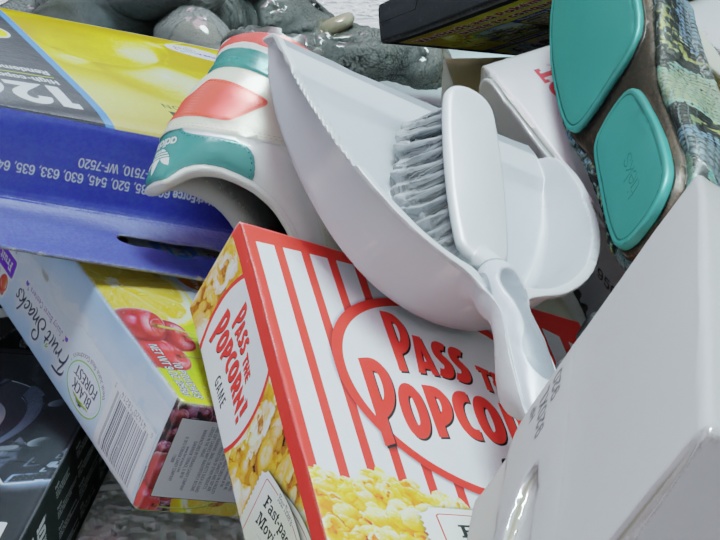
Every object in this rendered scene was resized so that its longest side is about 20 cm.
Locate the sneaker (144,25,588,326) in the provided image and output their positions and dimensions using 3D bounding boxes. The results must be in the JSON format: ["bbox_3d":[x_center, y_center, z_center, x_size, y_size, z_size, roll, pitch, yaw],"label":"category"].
[{"bbox_3d":[0.000,0.000,0.836,0.093,0.200,0.070,-54,14,-27],"label":"sneaker"}]

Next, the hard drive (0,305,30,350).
[{"bbox_3d":[-0.151,-0.007,1.008,0.140,0.038,0.200,19,33,32],"label":"hard drive"}]

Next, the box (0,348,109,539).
[{"bbox_3d":[-0.192,0.093,0.803,0.160,0.044,0.200,4,27,9],"label":"box"}]

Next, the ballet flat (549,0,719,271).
[{"bbox_3d":[0.119,-0.058,0.826,0.074,0.074,0.200,-1,41,-2],"label":"ballet flat"}]

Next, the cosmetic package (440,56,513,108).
[{"bbox_3d":[0.143,-0.062,1.075,0.200,0.071,0.105,-2,26,-5],"label":"cosmetic package"}]

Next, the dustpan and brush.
[{"bbox_3d":[0.039,-0.008,0.749,0.139,0.057,0.200,21,44,-29],"label":"dustpan and brush"}]

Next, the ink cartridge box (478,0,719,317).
[{"bbox_3d":[0.167,-0.043,0.910,0.200,0.084,0.145,-18,49,-18],"label":"ink cartridge box"}]

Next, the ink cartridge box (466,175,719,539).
[{"bbox_3d":[0.141,0.101,0.595,0.200,0.145,0.147,28,28,-7],"label":"ink cartridge box"}]

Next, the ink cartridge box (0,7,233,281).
[{"bbox_3d":[-0.104,-0.057,0.890,0.198,0.047,0.200,9,19,-36],"label":"ink cartridge box"}]

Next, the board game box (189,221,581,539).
[{"bbox_3d":[0.031,0.078,0.724,0.151,0.046,0.200,16,32,-27],"label":"board game box"}]

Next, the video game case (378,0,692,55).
[{"bbox_3d":[0.139,-0.135,1.030,0.181,0.026,0.200,1,-8,-35],"label":"video game case"}]

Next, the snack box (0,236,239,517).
[{"bbox_3d":[-0.059,0.027,0.857,0.142,0.053,0.200,10,23,-36],"label":"snack box"}]

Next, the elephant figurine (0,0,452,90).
[{"bbox_3d":[-0.075,-0.126,1.174,0.141,0.155,0.200,-35,-7,35],"label":"elephant figurine"}]

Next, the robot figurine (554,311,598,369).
[{"bbox_3d":[0.159,0.074,0.746,0.200,0.058,0.145,29,26,-8],"label":"robot figurine"}]
